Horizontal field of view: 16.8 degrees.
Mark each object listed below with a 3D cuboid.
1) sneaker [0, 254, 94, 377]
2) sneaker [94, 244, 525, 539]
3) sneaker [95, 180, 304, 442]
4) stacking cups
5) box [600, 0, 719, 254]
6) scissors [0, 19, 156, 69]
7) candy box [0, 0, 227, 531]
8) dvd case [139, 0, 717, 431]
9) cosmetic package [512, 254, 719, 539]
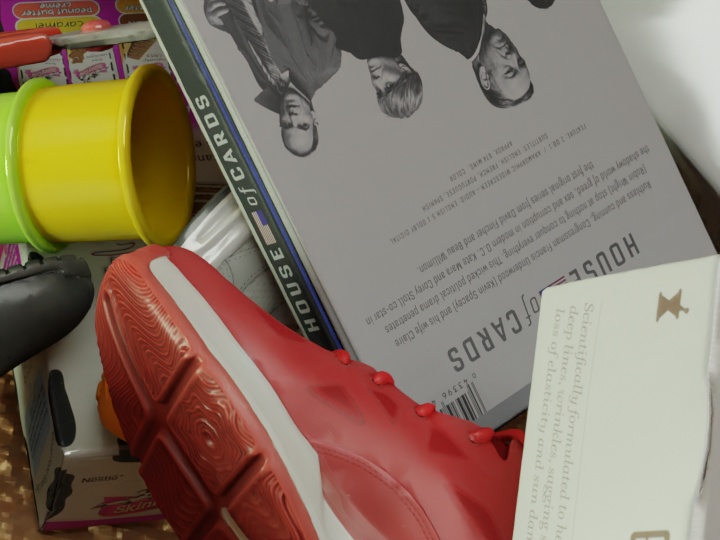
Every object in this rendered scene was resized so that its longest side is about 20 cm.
[{"bbox_3d":[-0.160,0.070,0.767,0.200,0.074,0.089,-32,88,-5],"label":"sneaker"},{"bbox_3d":[0.017,0.060,0.713,0.115,0.078,0.200,-31,81,-32],"label":"sneaker"},{"bbox_3d":[0.000,0.000,0.795,0.092,0.076,0.200,43,58,5],"label":"sneaker"},{"bbox_3d":[-0.157,-0.031,0.799,0.199,0.061,0.061,-3,55,15],"label":"stacking cups"},{"bbox_3d":[0.173,-0.023,0.884,0.097,0.124,0.200,-36,73,-7],"label":"box"},{"bbox_3d":[-0.100,-0.080,0.823,0.199,0.073,0.014,-11,101,-3],"label":"scissors"},{"bbox_3d":[-0.061,-0.014,0.864,0.136,0.061,0.201,-3,59,-18],"label":"candy box"},{"bbox_3d":[0.022,-0.054,0.772,0.150,0.025,0.201,-30,99,-32],"label":"dvd case"},{"bbox_3d":[0.135,0.073,0.686,0.200,0.074,0.102,22,69,-36],"label":"cosmetic package"}]
